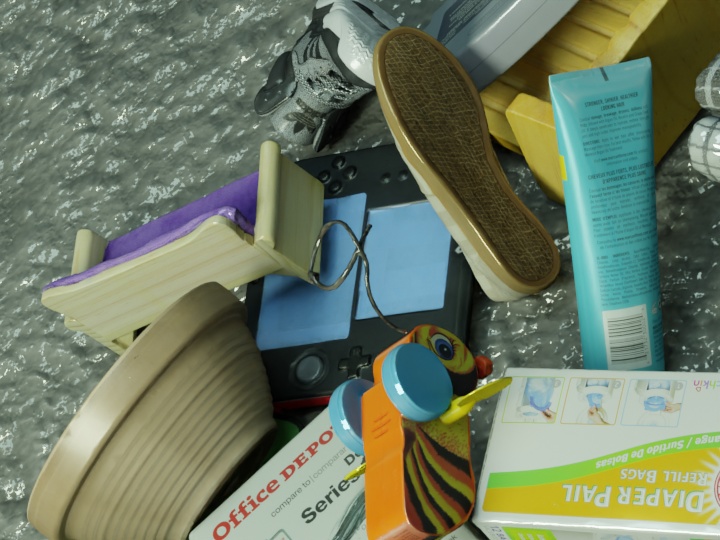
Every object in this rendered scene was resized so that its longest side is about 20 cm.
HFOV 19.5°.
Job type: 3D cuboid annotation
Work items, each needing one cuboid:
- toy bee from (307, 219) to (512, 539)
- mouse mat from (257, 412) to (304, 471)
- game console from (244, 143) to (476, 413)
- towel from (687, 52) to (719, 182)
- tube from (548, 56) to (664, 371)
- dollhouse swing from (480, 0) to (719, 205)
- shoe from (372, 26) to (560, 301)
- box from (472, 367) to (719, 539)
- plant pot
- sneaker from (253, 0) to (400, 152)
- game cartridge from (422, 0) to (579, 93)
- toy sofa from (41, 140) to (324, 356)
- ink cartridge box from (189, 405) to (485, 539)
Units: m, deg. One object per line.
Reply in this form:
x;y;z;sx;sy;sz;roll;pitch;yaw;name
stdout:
0.043;0.073;1.247;0.130;0.108;0.202;-10;72;49;toy bee
-0.137;0.176;1.444;0.160;0.008;0.201;10;66;34;mouse mat
0.000;0.000;1.461;0.176;0.031;0.202;-11;56;29;game console
0.308;-0.082;1.238;0.165;0.199;0.086;12;98;36;towel
0.157;-0.027;1.302;0.077;0.202;0.050;-15;16;-34;tube
0.152;-0.169;1.418;0.175;0.182;0.200;35;80;29;dollhouse swing
0.061;-0.067;1.400;0.070;0.053;0.201;-28;87;-26;shoe
0.183;0.127;1.227;0.198;0.113;0.102;0;60;28;box
-0.120;0.114;1.371;0.092;0.201;0.201;38;80;10;plant pot
-0.018;-0.135;1.507;0.114;0.075;0.200;-55;13;12;sneaker
0.108;-0.191;1.458;0.200;0.041;0.134;-41;23;33;game cartridge
-0.128;-0.019;1.480;0.199;0.097;0.083;-23;49;34;toy sofa
0.005;0.194;1.301;0.146;0.083;0.200;-42;48;-2;ink cartridge box
